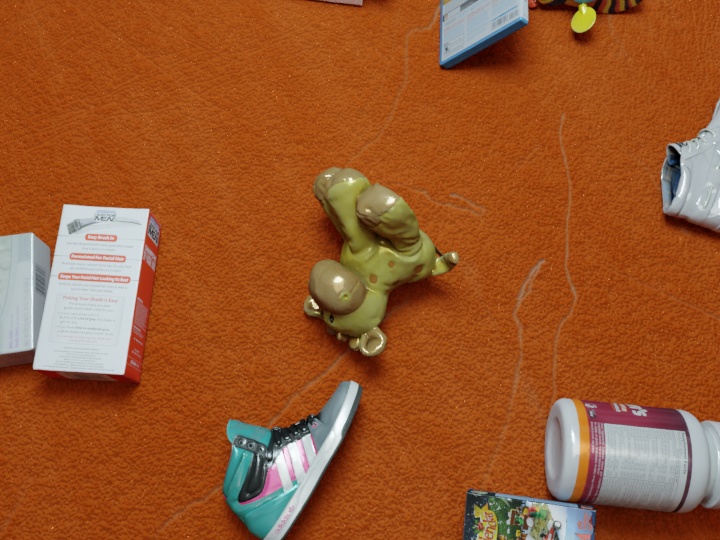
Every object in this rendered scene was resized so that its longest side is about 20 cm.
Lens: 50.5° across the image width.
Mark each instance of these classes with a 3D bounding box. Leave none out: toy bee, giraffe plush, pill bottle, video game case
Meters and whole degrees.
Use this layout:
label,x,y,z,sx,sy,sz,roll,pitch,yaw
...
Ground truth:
label,x,y,z,sx,sy,sz,roll,pitch,yaw
toy bee,0.285,-0.401,1.048,0.198,0.108,0.133,32,64,-16
giraffe plush,0.000,0.000,0.898,0.199,0.172,0.163,39,85,-24
pill bottle,0.309,0.204,0.835,0.196,0.110,0.112,5,72,1
video game case,0.164,-0.389,1.023,0.018,0.142,0.204,17,68,-37

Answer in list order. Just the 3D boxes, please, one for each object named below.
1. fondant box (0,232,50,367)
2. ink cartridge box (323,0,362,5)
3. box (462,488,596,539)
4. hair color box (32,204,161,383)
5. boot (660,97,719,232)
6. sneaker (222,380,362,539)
label,x,y,z,sx,sy,sz,roll,pitch,yaw
fondant box,-0.479,0.044,0.914,0.196,0.058,0.147,-8,72,-1
ink cartridge box,-0.046,-0.445,1.068,0.196,0.068,0.119,9,72,4
box,0.170,0.342,0.796,0.134,0.038,0.204,4,82,13
hair color box,-0.312,0.028,0.917,0.108,0.064,0.204,3,73,2
boot,0.440,-0.155,0.969,0.094,0.074,0.204,15,73,-2
sneaker,-0.091,0.190,0.858,0.120,0.084,0.202,32,76,0
